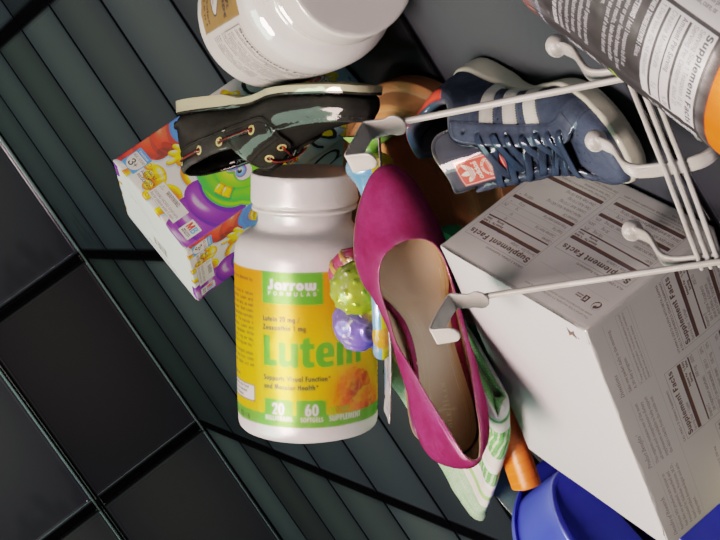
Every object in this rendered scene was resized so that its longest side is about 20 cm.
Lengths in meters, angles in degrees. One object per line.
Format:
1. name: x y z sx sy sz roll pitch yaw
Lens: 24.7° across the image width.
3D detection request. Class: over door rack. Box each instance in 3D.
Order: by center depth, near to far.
1. over door rack: 0.110 -0.053 0.950 0.067 0.199 0.148 -77 -34 -53

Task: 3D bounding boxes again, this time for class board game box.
1. board game box: -0.089 -0.088 1.359 0.105 0.200 0.103 48 164 19

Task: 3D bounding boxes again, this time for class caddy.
1. caddy: 0.207 0.214 1.245 0.200 0.141 0.105 49 150 15

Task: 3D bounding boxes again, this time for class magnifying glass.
1. magnifying glass: 0.091 0.064 1.200 0.079 0.022 0.201 -10 99 58

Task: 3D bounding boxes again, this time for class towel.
1. towel: 0.062 0.089 1.227 0.153 0.023 0.200 59 163 24

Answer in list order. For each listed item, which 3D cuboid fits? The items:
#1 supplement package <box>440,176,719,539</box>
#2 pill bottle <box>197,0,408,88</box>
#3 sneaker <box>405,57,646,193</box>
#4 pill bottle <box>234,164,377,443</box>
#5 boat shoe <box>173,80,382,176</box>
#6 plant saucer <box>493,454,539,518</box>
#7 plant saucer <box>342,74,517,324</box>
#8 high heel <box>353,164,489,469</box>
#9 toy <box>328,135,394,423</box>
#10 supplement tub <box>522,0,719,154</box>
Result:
1. supplement package: 0.166 0.051 1.090 0.156 0.111 0.201 33 154 51
2. pill bottle: -0.038 -0.193 1.151 0.115 0.114 0.200 56 164 -11
3. sneaker: 0.099 -0.078 1.054 0.200 0.084 0.075 25 148 59
4. pill bottle: -0.042 0.023 1.271 0.111 0.110 0.201 -159 66 -62
5. boat shoe: -0.060 -0.106 1.220 0.201 0.073 0.064 -5 87 42
6. plant saucer: 0.135 0.174 1.370 0.200 0.027 0.200 47 -174 -6
7. plant saucer: 0.048 -0.046 1.243 0.200 0.032 0.201 34 134 43
8. high heel: 0.044 0.030 1.083 0.096 0.067 0.201 -161 64 -73
9. toy: 0.000 0.000 1.182 0.115 0.047 0.201 -86 -3 -84
10. supplement tub: 0.168 -0.114 0.741 0.200 0.107 0.107 43 162 31
